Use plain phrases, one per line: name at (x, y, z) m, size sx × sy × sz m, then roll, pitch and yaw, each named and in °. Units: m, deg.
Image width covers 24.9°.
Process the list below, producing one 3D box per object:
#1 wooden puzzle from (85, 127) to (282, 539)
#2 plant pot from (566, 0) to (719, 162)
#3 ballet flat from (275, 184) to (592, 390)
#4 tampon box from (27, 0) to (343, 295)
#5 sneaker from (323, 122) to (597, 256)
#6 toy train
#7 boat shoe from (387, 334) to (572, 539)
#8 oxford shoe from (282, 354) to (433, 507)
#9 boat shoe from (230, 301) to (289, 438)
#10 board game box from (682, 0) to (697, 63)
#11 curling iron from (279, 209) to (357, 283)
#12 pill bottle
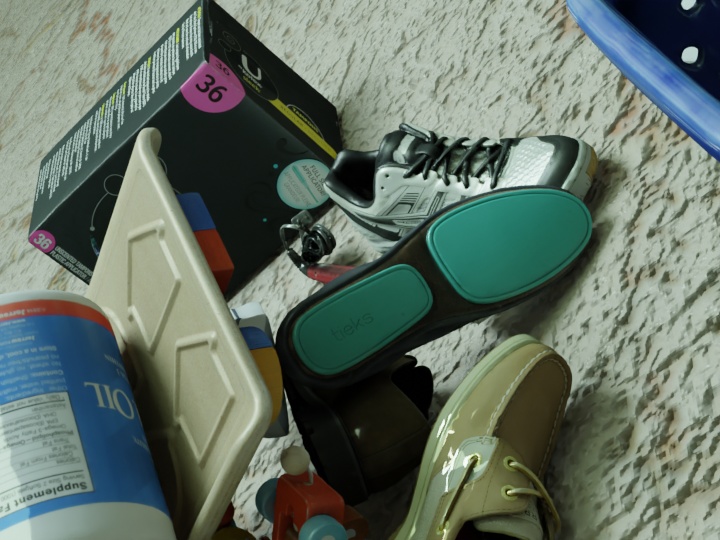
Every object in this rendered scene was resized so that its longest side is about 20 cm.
wooden puzzle at (-0.096, 0.054, 0.867) m, size 0.200 × 0.046 × 0.185 m, roll 66°, pitch 146°, yaw 32°
plant pot at (0.235, -0.101, 0.673) m, size 0.200 × 0.180 × 0.200 m, roll -46°, pitch 27°, yaw 12°
ballet flat at (0.038, 0.010, 0.924) m, size 0.200 × 0.073 × 0.073 m, roll -27°, pitch 21°, yaw -18°
tampon box at (-0.132, -0.076, 1.250) m, size 0.200 × 0.150 × 0.126 m, roll -42°, pitch 28°, yaw 19°
sneaker at (0.053, -0.053, 1.004) m, size 0.200 × 0.088 × 0.076 m, roll -14°, pitch 43°, yaw 48°
toy train at (-0.047, 0.151, 0.895) m, size 0.200 × 0.056 × 0.151 m, roll 20°, pitch 109°, yaw 62°
boat shoe at (0.062, 0.125, 0.800) m, size 0.066 × 0.074 × 0.200 m, roll 9°, pitch 65°, yaw 46°
oxford shoe at (0.002, 0.081, 0.959) m, size 0.084 × 0.073 × 0.200 m, roll -22°, pitch 19°, yaw -6°
boat shoe at (-0.082, 0.057, 0.956) m, size 0.066 × 0.072 × 0.200 m, roll -12°, pitch 12°, yaw -5°
board game box at (0.263, -0.191, 0.913) m, size 0.200 × 0.026 × 0.200 m, roll -58°, pitch 28°, yaw -11°
curling iron at (0.000, 0.000, 1.069) m, size 0.026 × 0.050 × 0.200 m, roll -37°, pitch 27°, yaw -17°
pill bottle at (-0.155, 0.119, 0.821) m, size 0.112 × 0.112 × 0.200 m, roll -37°, pitch 58°, yaw 26°
